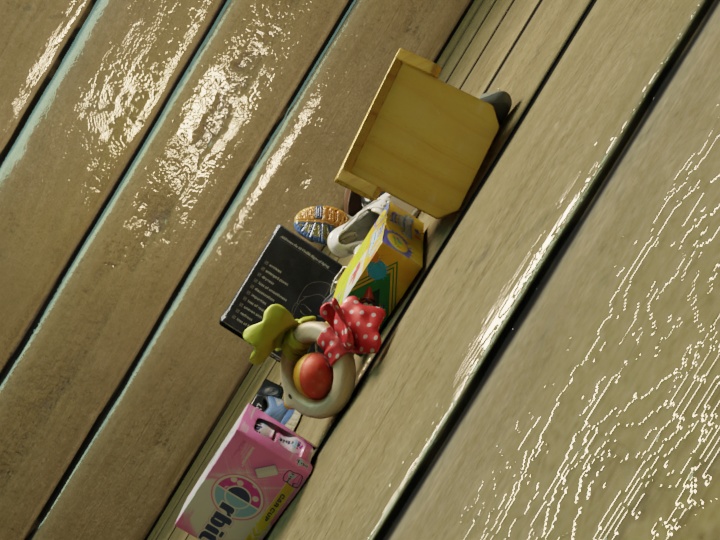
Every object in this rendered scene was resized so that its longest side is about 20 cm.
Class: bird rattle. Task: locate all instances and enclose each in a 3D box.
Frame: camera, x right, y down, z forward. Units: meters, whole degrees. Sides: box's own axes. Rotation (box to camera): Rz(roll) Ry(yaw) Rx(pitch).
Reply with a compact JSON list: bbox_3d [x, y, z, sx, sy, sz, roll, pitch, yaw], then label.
[{"bbox_3d":[-0.052,0.117,1.074,0.112,0.197,0.166,-5,-88,-59],"label":"bird rattle"}]

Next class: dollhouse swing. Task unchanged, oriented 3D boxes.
[{"bbox_3d":[0.083,-0.183,1.148,0.202,0.174,0.182,-64,5,2],"label":"dollhouse swing"}]

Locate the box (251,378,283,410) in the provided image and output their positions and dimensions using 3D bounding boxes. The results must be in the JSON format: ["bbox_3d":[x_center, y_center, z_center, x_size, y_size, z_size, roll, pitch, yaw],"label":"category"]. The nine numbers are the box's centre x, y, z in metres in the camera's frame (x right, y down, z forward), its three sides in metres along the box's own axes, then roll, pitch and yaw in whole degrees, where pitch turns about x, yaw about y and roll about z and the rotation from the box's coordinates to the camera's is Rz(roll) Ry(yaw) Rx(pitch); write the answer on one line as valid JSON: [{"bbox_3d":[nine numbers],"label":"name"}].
[{"bbox_3d":[-0.205,0.320,1.454,0.201,0.043,0.161,111,-177,-47],"label":"box"}]

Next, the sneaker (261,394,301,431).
[{"bbox_3d":[-0.173,0.292,1.312,0.079,0.088,0.201,-53,9,42],"label":"sneaker"}]

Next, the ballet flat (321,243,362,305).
[{"bbox_3d":[0.000,0.000,1.341,0.201,0.073,0.073,-55,7,6],"label":"ballet flat"}]

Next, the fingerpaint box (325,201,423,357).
[{"bbox_3d":[0.025,0.008,1.190,0.168,0.073,0.200,-57,7,20],"label":"fingerpaint box"}]

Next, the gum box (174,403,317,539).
[{"bbox_3d":[-0.153,0.288,1.071,0.201,0.113,0.066,-56,7,22],"label":"gum box"}]

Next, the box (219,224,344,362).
[{"bbox_3d":[-0.121,0.061,1.423,0.198,0.198,0.124,-59,7,-11],"label":"box"}]

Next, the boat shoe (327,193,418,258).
[{"bbox_3d":[0.035,-0.087,1.382,0.199,0.071,0.069,-35,2,-15],"label":"boat shoe"}]

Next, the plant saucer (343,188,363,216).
[{"bbox_3d":[0.025,-0.151,1.548,0.200,0.036,0.203,-34,-45,-42],"label":"plant saucer"}]

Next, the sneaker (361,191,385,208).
[{"bbox_3d":[0.061,-0.189,1.480,0.200,0.069,0.091,-45,-36,-41],"label":"sneaker"}]

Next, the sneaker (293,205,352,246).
[{"bbox_3d":[-0.027,-0.064,1.452,0.088,0.196,0.077,122,156,-70],"label":"sneaker"}]

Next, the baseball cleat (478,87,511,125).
[{"bbox_3d":[0.151,-0.171,1.154,0.199,0.069,0.108,-38,52,26],"label":"baseball cleat"}]
